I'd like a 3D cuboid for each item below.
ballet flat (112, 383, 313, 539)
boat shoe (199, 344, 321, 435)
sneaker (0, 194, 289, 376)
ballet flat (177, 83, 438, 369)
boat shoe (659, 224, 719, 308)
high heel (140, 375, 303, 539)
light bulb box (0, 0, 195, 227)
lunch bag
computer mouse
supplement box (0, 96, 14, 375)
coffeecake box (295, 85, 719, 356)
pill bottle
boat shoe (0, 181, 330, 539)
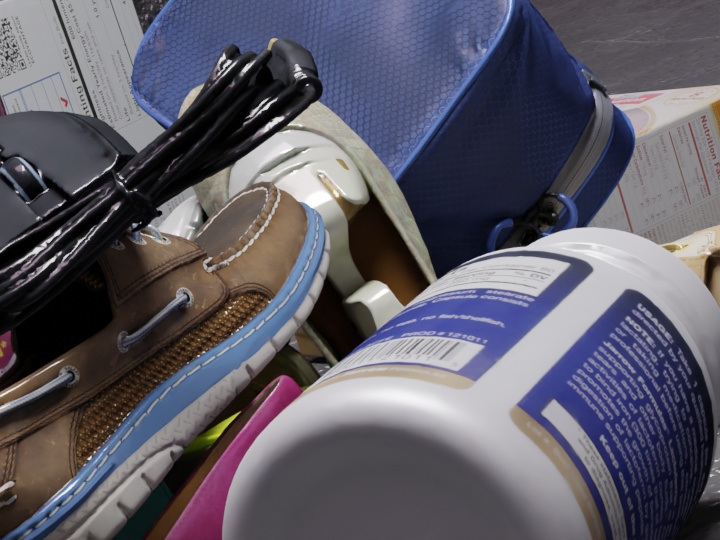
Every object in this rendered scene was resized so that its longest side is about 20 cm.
[{"bbox_3d":[-0.070,0.096,0.980,0.200,0.067,0.067,-21,-9,-31],"label":"ballet flat"},{"bbox_3d":[-0.100,0.071,1.107,0.200,0.072,0.065,-7,28,36],"label":"boat shoe"},{"bbox_3d":[-0.088,0.020,1.006,0.087,0.075,0.200,-18,9,23],"label":"sneaker"},{"bbox_3d":[0.000,0.000,0.969,0.067,0.200,0.062,-36,-11,-7],"label":"ballet flat"},{"bbox_3d":[0.126,0.023,1.008,0.069,0.074,0.200,-27,6,-32],"label":"boat shoe"},{"bbox_3d":[-0.094,0.108,0.839,0.200,0.096,0.067,-18,12,-8],"label":"high heel"},{"bbox_3d":[-0.215,-0.068,1.594,0.125,0.198,0.200,-12,11,30],"label":"light bulb box"},{"bbox_3d":[0.019,-0.063,1.103,0.136,0.132,0.200,-51,48,0],"label":"lunch bag"},{"bbox_3d":[-0.087,-0.042,0.846,0.140,0.046,0.200,-36,12,-7],"label":"computer mouse"},{"bbox_3d":[-0.188,0.043,1.025,0.103,0.200,0.131,-6,15,45],"label":"supplement box"},{"bbox_3d":[0.080,-0.024,1.275,0.200,0.073,0.154,-24,13,-34],"label":"coffeecake box"},{"bbox_3d":[0.047,0.059,0.823,0.116,0.116,0.200,-11,13,27],"label":"pill bottle"},{"bbox_3d":[-0.076,0.020,0.866,0.072,0.072,0.200,-25,19,39],"label":"boat shoe"}]
